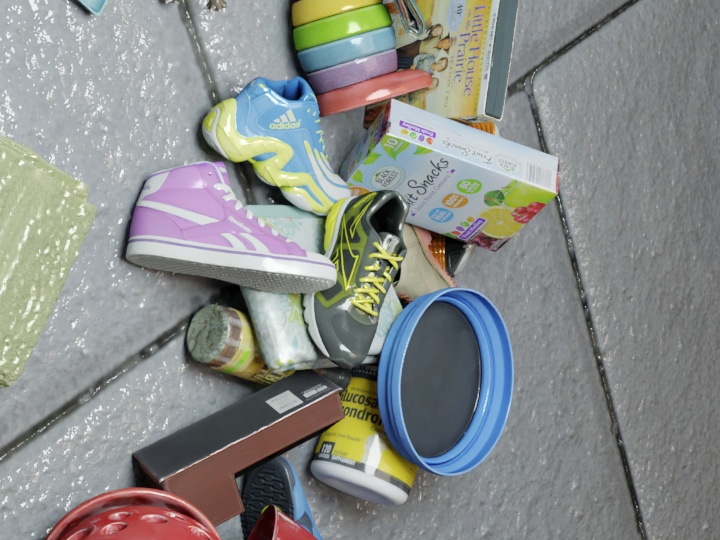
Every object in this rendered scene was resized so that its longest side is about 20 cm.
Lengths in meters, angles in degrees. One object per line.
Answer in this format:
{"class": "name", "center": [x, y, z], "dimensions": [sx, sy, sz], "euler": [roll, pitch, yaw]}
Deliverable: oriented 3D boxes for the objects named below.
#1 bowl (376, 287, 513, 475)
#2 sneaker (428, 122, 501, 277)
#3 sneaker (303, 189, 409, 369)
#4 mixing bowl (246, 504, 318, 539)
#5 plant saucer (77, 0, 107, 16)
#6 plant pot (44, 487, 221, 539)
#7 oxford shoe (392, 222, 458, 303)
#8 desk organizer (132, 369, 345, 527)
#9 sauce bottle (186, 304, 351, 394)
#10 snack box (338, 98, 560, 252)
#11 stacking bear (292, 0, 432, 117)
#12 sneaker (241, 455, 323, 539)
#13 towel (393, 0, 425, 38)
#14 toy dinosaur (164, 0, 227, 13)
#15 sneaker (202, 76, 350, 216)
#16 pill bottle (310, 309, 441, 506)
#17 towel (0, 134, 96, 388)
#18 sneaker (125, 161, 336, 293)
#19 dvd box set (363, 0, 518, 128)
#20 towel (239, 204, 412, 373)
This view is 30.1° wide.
{"class": "bowl", "center": [0.090, 0.117, 1.422], "dimensions": [0.201, 0.039, 0.201], "euler": [-3, 93, -49]}
{"class": "sneaker", "center": [0.142, -0.077, 1.608], "dimensions": [0.092, 0.076, 0.200], "euler": [34, 69, -48]}
{"class": "sneaker", "center": [0.000, 0.000, 1.323], "dimensions": [0.074, 0.085, 0.200], "euler": [27, 54, -33]}
{"class": "mixing bowl", "center": [-0.072, 0.339, 1.293], "dimensions": [0.108, 0.200, 0.200], "euler": [23, 73, -8]}
{"class": "plant saucer", "center": [-0.227, -0.333, 1.229], "dimensions": [0.070, 0.019, 0.200], "euler": [40, 65, -41]}
{"class": "plant pot", "center": [-0.196, 0.295, 1.158], "dimensions": [0.200, 0.182, 0.200], "euler": [-4, 104, -17]}
{"class": "oxford shoe", "center": [0.057, 0.017, 1.529], "dimensions": [0.075, 0.070, 0.200], "euler": [-40, 110, -34]}
{"class": "desk organizer", "center": [-0.110, 0.178, 1.310], "dimensions": [0.200, 0.072, 0.077], "euler": [-25, 116, -23]}
{"class": "sauce bottle", "center": [-0.087, 0.088, 1.375], "dimensions": [0.200, 0.065, 0.065], "euler": [22, 77, -44]}
{"class": "snack box", "center": [0.092, -0.098, 1.438], "dimensions": [0.200, 0.142, 0.053], "euler": [18, 57, -16]}
{"class": "stacking bear", "center": [-0.021, -0.270, 1.396], "dimensions": [0.114, 0.121, 0.200], "euler": [-23, 100, -40]}
{"class": "sneaker", "center": [-0.073, 0.282, 1.412], "dimensions": [0.078, 0.066, 0.200], "euler": [-27, 113, -56]}
{"class": "towel", "center": [0.016, -0.338, 1.398], "dimensions": [0.147, 0.022, 0.200], "euler": [58, 9, -32]}
{"class": "toy dinosaur", "center": [-0.148, -0.312, 1.262], "dimensions": [0.200, 0.077, 0.102], "euler": [-48, 151, -35]}
{"class": "sneaker", "center": [-0.059, -0.129, 1.354], "dimensions": [0.105, 0.076, 0.200], "euler": [-47, 136, 16]}
{"class": "pill bottle", "center": [0.028, 0.148, 1.469], "dimensions": [0.112, 0.112, 0.200], "euler": [36, 66, -42]}
{"class": "towel", "center": [-0.314, -0.012, 1.145], "dimensions": [0.148, 0.036, 0.200], "euler": [35, 67, -44]}
{"class": "sneaker", "center": [-0.114, -0.047, 1.274], "dimensions": [0.200, 0.073, 0.114], "euler": [13, 71, -9]}
{"class": "dvd box set", "center": [0.084, -0.226, 1.437], "dimensions": [0.029, 0.200, 0.146], "euler": [12, 85, -37]}
{"class": "towel", "center": [-0.043, 0.016, 1.376], "dimensions": [0.200, 0.048, 0.171], "euler": [-2, 63, -47]}
